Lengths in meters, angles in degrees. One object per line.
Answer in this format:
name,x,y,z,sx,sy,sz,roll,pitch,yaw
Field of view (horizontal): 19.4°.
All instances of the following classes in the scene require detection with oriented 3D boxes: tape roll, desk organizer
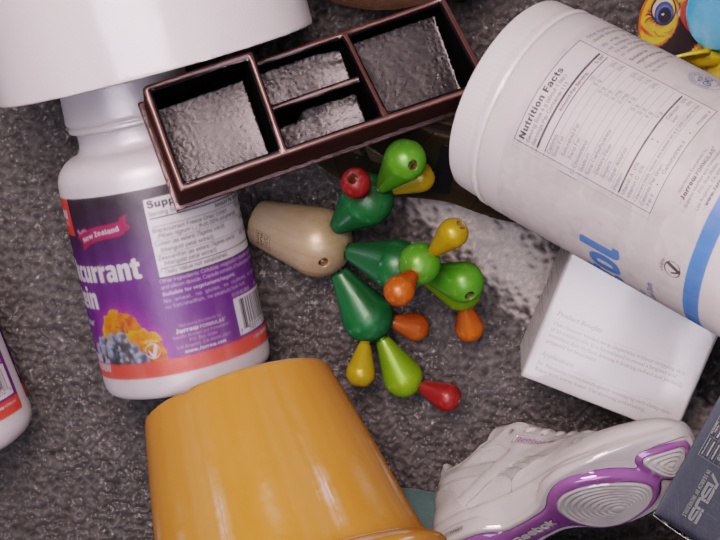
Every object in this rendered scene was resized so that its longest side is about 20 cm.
tape roll,-0.134,-0.158,1.279,0.202,0.202,0.071,-15,100,7
desk organizer,-0.028,-0.105,1.263,0.200,0.077,0.072,-19,88,-7

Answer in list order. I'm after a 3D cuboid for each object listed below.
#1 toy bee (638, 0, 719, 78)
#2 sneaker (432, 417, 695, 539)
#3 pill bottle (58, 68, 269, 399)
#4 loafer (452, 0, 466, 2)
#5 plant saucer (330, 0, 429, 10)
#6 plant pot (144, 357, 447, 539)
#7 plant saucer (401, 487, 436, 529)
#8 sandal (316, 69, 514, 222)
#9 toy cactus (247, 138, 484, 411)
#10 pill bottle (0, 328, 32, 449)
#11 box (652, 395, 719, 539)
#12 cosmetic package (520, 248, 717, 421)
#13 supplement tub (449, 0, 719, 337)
toy bee,0.223,-0.147,1.317,0.131,0.200,0.109,14,137,-33
sneaker,0.123,0.125,1.354,0.200,0.100,0.075,-27,133,29
pill bottle,-0.131,-0.027,1.350,0.111,0.111,0.201,-11,100,6
loafer,0.107,-0.258,1.312,0.070,0.068,0.201,38,96,4
plant saucer,0.009,-0.262,1.295,0.200,0.037,0.201,1,92,22
plant pot,-0.051,0.162,1.326,0.200,0.200,0.184,-21,75,8
plant saucer,0.025,0.249,1.435,0.199,0.036,0.201,1,101,3
sandal,0.045,-0.089,1.351,0.199,0.055,0.082,14,132,0
toy cactus,0.000,0.000,1.350,0.165,0.102,0.200,18,142,25
pill bottle,-0.298,0.031,1.373,0.112,0.112,0.200,-19,99,7
box,0.272,0.077,1.319,0.051,0.158,0.200,32,102,24
cosmetic package,0.187,-0.010,1.349,0.113,0.081,0.200,23,101,-1
supplement tub,0.166,-0.059,1.219,0.200,0.132,0.132,31,104,27
